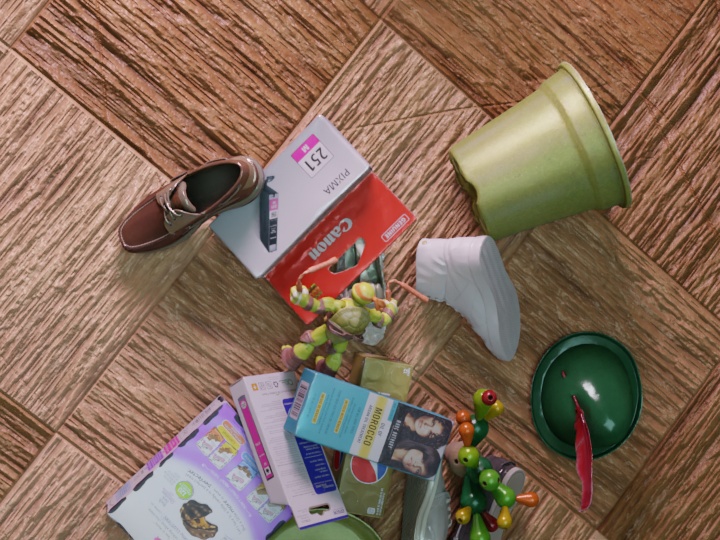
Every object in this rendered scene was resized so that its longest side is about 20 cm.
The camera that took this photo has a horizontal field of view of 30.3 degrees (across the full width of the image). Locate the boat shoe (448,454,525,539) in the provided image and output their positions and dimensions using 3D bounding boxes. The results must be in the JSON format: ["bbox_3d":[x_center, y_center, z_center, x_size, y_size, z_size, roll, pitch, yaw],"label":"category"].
[{"bbox_3d":[0.153,0.340,1.764,0.067,0.057,0.201,25,91,-48],"label":"boat shoe"}]

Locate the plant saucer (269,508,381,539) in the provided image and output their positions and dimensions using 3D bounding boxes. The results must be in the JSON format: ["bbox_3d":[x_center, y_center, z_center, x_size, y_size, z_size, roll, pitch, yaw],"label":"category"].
[{"bbox_3d":[-0.056,0.405,1.725,0.198,0.031,0.202,-1,94,-13],"label":"plant saucer"}]

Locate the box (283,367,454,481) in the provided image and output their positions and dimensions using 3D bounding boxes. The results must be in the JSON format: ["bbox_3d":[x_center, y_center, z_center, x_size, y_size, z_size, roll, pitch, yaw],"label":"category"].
[{"bbox_3d":[0.011,0.192,1.647,0.199,0.049,0.083,21,87,-21],"label":"box"}]

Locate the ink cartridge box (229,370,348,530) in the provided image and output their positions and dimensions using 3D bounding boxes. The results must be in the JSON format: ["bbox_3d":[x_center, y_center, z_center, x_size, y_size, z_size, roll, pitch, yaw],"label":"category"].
[{"bbox_3d":[-0.088,0.223,1.646,0.094,0.037,0.201,-2,63,-51],"label":"ink cartridge box"}]

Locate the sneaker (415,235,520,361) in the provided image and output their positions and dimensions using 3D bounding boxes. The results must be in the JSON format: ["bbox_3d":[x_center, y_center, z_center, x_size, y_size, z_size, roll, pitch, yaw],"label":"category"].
[{"bbox_3d":[0.136,0.033,1.734,0.074,0.115,0.201,-58,139,-40],"label":"sneaker"}]

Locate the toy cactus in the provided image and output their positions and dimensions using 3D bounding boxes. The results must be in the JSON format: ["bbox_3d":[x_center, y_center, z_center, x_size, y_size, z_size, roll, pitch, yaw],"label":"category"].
[{"bbox_3d":[0.152,0.243,1.694,0.101,0.165,0.202,-10,96,-13],"label":"toy cactus"}]

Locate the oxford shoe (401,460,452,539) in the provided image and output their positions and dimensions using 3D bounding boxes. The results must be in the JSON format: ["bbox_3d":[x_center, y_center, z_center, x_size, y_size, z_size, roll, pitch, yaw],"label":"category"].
[{"bbox_3d":[0.091,0.312,1.733,0.057,0.075,0.202,4,96,-18],"label":"oxford shoe"}]

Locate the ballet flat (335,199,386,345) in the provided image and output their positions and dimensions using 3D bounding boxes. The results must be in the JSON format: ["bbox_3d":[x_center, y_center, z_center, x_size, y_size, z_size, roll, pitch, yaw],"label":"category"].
[{"bbox_3d":[0.000,0.000,1.699,0.071,0.072,0.202,-8,95,-12],"label":"ballet flat"}]

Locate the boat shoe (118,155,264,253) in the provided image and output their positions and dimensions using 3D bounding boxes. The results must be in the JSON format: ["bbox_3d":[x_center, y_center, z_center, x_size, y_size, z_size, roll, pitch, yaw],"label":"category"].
[{"bbox_3d":[-0.214,-0.085,1.620,0.199,0.072,0.076,-31,80,9],"label":"boat shoe"}]

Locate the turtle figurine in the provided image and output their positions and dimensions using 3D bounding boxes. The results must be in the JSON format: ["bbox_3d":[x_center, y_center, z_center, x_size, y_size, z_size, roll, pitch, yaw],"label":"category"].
[{"bbox_3d":[-0.017,0.069,1.647,0.199,0.065,0.162,9,130,-38],"label":"turtle figurine"}]

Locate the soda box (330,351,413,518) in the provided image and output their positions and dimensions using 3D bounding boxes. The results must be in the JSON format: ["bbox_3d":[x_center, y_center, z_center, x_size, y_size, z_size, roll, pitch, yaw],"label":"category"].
[{"bbox_3d":[0.010,0.210,1.712,0.067,0.064,0.202,11,90,-14],"label":"soda box"}]

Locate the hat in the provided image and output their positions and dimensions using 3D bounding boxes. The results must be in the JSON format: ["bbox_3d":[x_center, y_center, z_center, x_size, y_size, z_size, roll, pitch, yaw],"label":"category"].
[{"bbox_3d":[0.324,0.187,1.723,0.164,0.176,0.202,-2,94,-13],"label":"hat"}]

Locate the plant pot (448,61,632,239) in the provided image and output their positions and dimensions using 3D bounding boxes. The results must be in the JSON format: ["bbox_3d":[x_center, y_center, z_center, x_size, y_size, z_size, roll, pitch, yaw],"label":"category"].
[{"bbox_3d":[0.218,-0.133,1.692,0.183,0.200,0.202,-26,98,2],"label":"plant pot"}]

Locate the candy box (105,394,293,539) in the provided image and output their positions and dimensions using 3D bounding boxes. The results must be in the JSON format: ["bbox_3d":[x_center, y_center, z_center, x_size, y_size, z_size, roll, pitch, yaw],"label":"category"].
[{"bbox_3d":[-0.191,0.287,1.667,0.200,0.072,0.168,-42,101,-8],"label":"candy box"}]

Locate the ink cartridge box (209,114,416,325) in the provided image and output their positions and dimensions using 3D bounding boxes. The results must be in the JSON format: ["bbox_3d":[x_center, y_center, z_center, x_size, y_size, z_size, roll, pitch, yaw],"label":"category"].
[{"bbox_3d":[-0.059,-0.060,1.652,0.200,0.044,0.174,-44,84,6],"label":"ink cartridge box"}]
